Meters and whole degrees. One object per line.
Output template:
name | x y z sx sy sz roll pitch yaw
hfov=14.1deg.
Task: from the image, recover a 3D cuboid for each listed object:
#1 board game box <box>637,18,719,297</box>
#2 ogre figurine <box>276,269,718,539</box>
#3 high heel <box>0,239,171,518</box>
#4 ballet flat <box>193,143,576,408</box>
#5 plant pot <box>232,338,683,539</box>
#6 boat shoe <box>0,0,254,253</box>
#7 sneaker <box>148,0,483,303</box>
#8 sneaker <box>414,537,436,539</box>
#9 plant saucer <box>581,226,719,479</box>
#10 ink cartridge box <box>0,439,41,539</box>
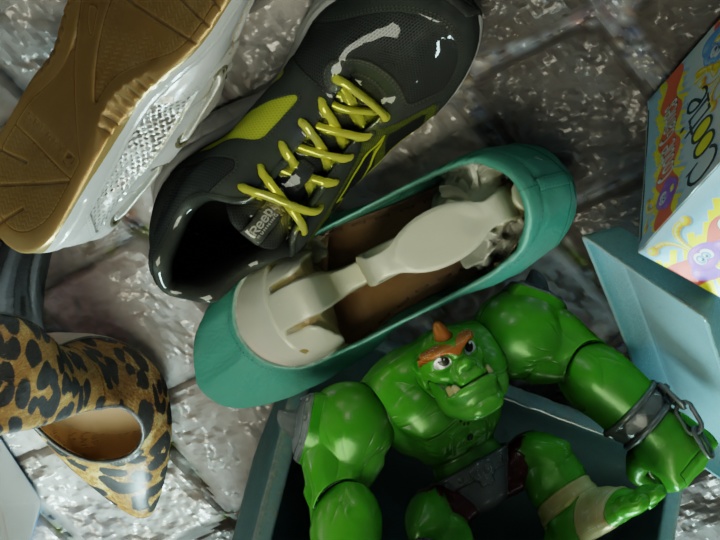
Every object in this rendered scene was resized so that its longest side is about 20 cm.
board game box | 0.229 -0.026 1.224 0.200 0.105 0.103 27 130 -15
ogre figurine | 0.047 0.082 1.285 0.200 0.098 0.120 -31 84 1
high heel | -0.142 0.080 1.353 0.071 0.143 0.200 -8 129 16
ballet flat | 0.000 0.000 1.286 0.200 0.070 0.067 -28 81 15
plant pot | 0.015 0.178 1.391 0.195 0.197 0.200 21 143 -10
boat shoe | -0.088 -0.092 1.250 0.069 0.071 0.200 -1 135 -54
sneaker | -0.020 -0.051 1.257 0.074 0.085 0.200 34 128 -21
sneaker | 0.041 0.217 1.225 0.108 0.067 0.202 17 104 -12
plant saucer | 0.148 0.045 1.297 0.070 0.019 0.200 36 165 30
ink cartridge box | -0.277 0.120 1.463 0.200 0.067 0.116 -14 128 20
